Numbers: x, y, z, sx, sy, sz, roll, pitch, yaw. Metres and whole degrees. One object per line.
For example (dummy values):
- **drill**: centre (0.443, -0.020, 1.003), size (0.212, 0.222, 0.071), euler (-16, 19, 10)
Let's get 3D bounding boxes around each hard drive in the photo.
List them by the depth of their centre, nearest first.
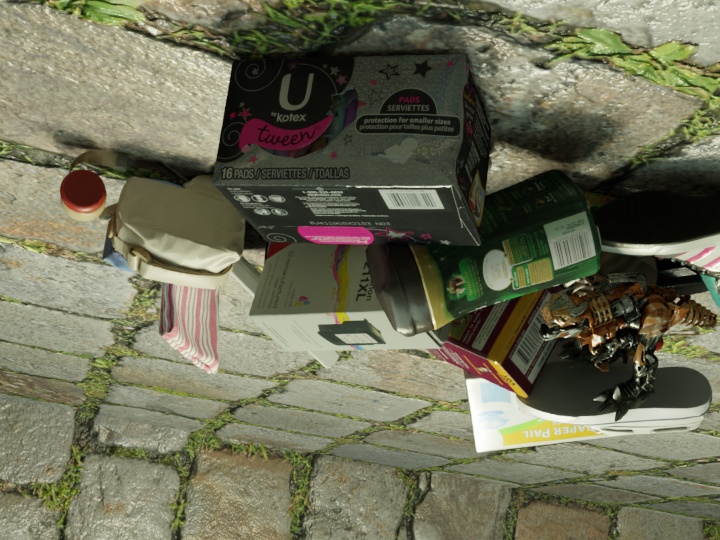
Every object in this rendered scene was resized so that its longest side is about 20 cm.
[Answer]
- **hard drive**: centre (-0.113, 0.028, 1.308), size (0.200, 0.026, 0.132), euler (42, 175, 21)

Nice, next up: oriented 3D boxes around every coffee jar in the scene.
- **coffee jar**: centre (0.105, -0.014, 0.979), size (0.197, 0.087, 0.105), euler (-18, -153, -2)

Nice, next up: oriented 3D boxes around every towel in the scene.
- **towel**: centre (-0.201, 0.035, 1.365), size (0.029, 0.149, 0.200), euler (-1, 162, 9)

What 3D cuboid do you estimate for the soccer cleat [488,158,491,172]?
- **soccer cleat**: centre (0.021, -0.092, 1.011), size (0.196, 0.079, 0.070), euler (-14, 152, -1)

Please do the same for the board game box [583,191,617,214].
- **board game box**: centre (0.241, -0.036, 1.149), size (0.094, 0.031, 0.200), euler (11, 165, -11)

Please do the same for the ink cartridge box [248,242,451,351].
- **ink cartridge box**: centre (0.000, 0.000, 1.150), size (0.197, 0.148, 0.083), euler (-4, 147, 33)

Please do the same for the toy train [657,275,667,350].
- **toy train**: centre (0.304, 0.059, 1.348), size (0.114, 0.086, 0.200), euler (16, 164, 7)

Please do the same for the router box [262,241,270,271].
- **router box**: centre (-0.018, 0.012, 1.351), size (0.147, 0.063, 0.200), euler (2, 162, 16)

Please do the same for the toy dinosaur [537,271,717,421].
- **toy dinosaur**: centre (0.258, 0.059, 1.057), size (0.196, 0.103, 0.138), euler (10, 124, -6)

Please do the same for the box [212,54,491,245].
- **box**: centre (-0.002, -0.098, 0.907), size (0.196, 0.117, 0.132), euler (1, 161, 17)

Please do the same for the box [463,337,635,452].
- **box**: centre (0.215, 0.116, 1.225), size (0.196, 0.102, 0.114), euler (-8, 125, 7)

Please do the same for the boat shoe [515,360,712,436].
- **boat shoe**: centre (0.257, 0.141, 1.134), size (0.196, 0.074, 0.066), euler (3, 137, 11)

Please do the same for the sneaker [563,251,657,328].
- **sneaker**: centre (0.233, 0.000, 1.097), size (0.198, 0.077, 0.070), euler (21, 159, -38)

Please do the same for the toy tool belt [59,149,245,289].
- **toy tool belt**: centre (-0.224, -0.040, 1.177), size (0.196, 0.127, 0.123), euler (12, 154, -14)

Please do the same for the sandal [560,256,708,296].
- **sandal**: centre (0.308, 0.004, 1.208), size (0.196, 0.046, 0.075), euler (-5, 168, 23)

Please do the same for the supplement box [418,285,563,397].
- **supplement box**: centre (0.110, 0.037, 1.166), size (0.198, 0.111, 0.086), euler (22, 164, 43)

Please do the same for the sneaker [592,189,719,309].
- **sneaker**: centre (0.317, -0.015, 1.038), size (0.196, 0.085, 0.122), euler (-3, 135, 17)
